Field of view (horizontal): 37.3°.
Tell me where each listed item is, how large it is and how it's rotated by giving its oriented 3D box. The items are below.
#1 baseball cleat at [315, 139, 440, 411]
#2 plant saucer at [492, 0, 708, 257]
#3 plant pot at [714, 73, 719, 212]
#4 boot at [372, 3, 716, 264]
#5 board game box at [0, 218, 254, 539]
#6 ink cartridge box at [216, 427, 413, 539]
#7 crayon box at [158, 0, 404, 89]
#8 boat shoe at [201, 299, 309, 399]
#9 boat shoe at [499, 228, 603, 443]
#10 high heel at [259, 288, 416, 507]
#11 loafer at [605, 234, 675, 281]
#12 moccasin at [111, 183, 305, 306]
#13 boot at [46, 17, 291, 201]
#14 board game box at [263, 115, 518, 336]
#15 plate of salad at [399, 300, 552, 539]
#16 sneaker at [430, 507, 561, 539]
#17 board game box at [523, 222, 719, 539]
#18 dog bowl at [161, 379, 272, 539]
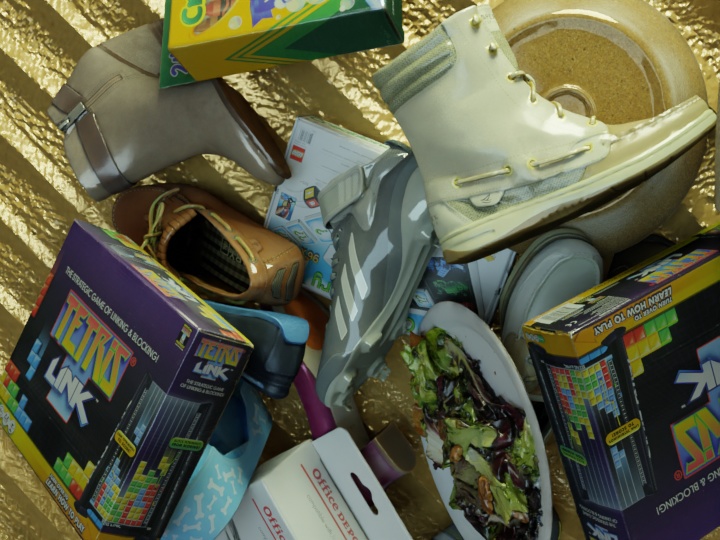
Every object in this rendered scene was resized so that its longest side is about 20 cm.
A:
[{"bbox_3d":[0.000,0.000,0.804,0.106,0.070,0.202,34,103,23],"label":"baseball cleat"},{"bbox_3d":[0.146,-0.107,0.757,0.197,0.035,0.204,0,91,14],"label":"plant saucer"},{"bbox_3d":[0.309,-0.116,0.644,0.197,0.200,0.179,17,115,15],"label":"plant pot"},{"bbox_3d":[0.119,-0.111,0.711,0.198,0.072,0.156,-25,82,11],"label":"boot"},{"bbox_3d":[-0.180,0.078,0.770,0.199,0.056,0.167,32,99,45],"label":"board game box"},{"bbox_3d":[-0.063,0.216,0.861,0.199,0.066,0.117,-34,88,43],"label":"ink cartridge box"},{"bbox_3d":[-0.069,-0.216,0.789,0.197,0.052,0.128,-8,68,18],"label":"crayon box"},{"bbox_3d":[-0.119,0.059,0.837,0.199,0.083,0.070,5,86,57],"label":"boat shoe"},{"bbox_3d":[0.131,0.068,0.773,0.074,0.069,0.202,5,123,-12],"label":"boat shoe"},{"bbox_3d":[-0.040,0.103,0.877,0.201,0.067,0.096,52,127,3],"label":"high heel"},{"bbox_3d":[0.189,0.076,0.779,0.072,0.071,0.203,9,103,17],"label":"loafer"},{"bbox_3d":[-0.136,-0.020,0.851,0.200,0.077,0.075,31,112,35],"label":"moccasin"},{"bbox_3d":[-0.161,-0.106,0.852,0.146,0.070,0.201,-38,66,6],"label":"boot"},{"bbox_3d":[0.023,-0.027,0.836,0.198,0.035,0.128,24,107,13],"label":"board game box"},{"bbox_3d":[0.074,0.123,0.761,0.047,0.200,0.203,-12,99,-21],"label":"plate of salad"},{"bbox_3d":[0.073,0.242,0.847,0.199,0.081,0.074,-37,88,21],"label":"sneaker"},{"bbox_3d":[0.218,0.074,0.697,0.198,0.057,0.167,-25,103,-22],"label":"board game box"},{"bbox_3d":[-0.129,0.157,0.844,0.111,0.201,0.050,-33,106,24],"label":"dog bowl"}]
